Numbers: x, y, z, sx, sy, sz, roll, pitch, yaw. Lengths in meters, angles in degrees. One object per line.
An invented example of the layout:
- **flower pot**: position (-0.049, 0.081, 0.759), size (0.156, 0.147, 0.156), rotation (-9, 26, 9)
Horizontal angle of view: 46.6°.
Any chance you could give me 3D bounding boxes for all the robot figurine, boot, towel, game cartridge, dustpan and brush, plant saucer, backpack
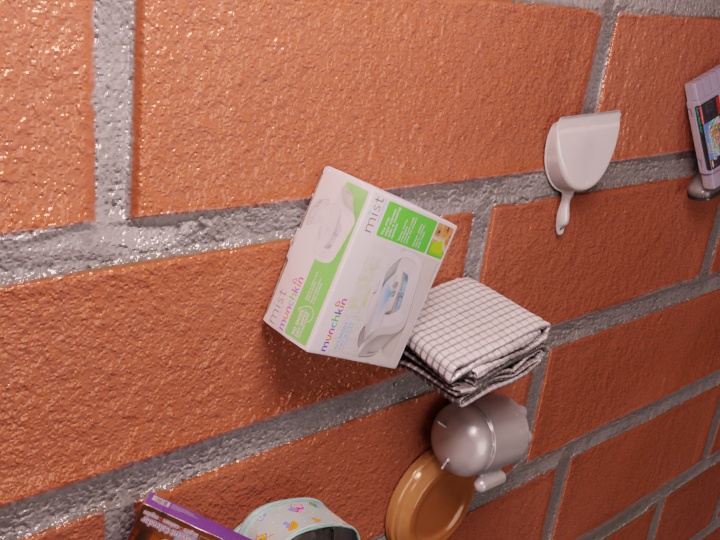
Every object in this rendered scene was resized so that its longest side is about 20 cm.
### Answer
- **robot figurine**: position (0.189, 0.259, 1.322), size (0.197, 0.112, 0.173), rotation (-3, 74, -43)
- **boot**: position (0.678, -0.237, 1.598), size (0.200, 0.069, 0.133), rotation (-46, 129, -27)
- **towel**: position (0.143, 0.099, 1.162), size (0.198, 0.165, 0.087), rotation (-21, 130, -35)
- **game cartridge**: position (0.659, -0.266, 1.530), size (0.128, 0.038, 0.203), rotation (-30, 112, -27)
- **dustpan and brush**: position (0.336, -0.148, 1.316), size (0.137, 0.057, 0.205), rotation (-11, 111, -28)
- **plant saucer**: position (0.124, 0.382, 1.376), size (0.198, 0.037, 0.204), rotation (-21, 123, -35)
- **backpack**: position (-0.095, 0.396, 1.085), size (0.173, 0.153, 0.204), rotation (6, 108, -39)

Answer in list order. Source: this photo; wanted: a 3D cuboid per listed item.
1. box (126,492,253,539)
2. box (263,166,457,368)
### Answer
- **box**: position (-0.187, 0.367, 0.973), size (0.197, 0.039, 0.139), rotation (25, 94, -3)
- **box**: position (0.000, 0.000, 1.025), size (0.175, 0.096, 0.203), rotation (18, 98, -49)
